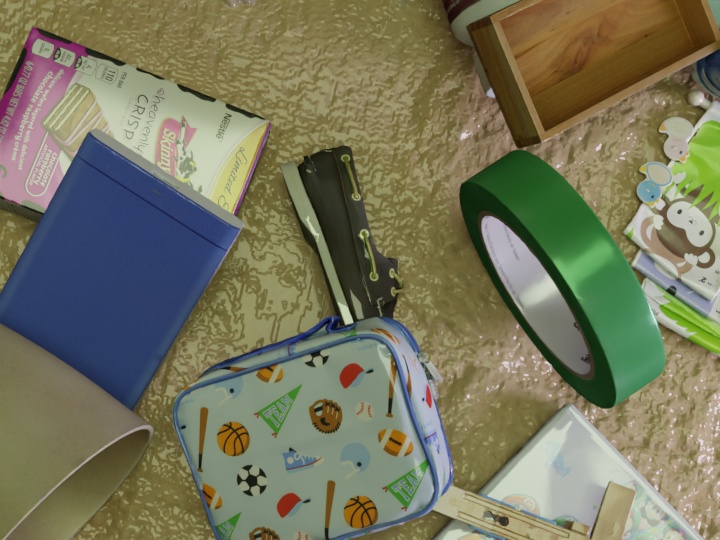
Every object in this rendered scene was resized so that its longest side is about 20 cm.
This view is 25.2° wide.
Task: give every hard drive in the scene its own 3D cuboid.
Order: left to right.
[{"bbox_3d":[-0.192,0.013,1.209,0.132,0.025,0.200,32,110,0],"label":"hard drive"}]

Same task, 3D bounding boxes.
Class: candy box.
[{"bbox_3d":[-0.186,-0.086,1.253,0.199,0.061,0.137,21,81,-2],"label":"candy box"}]

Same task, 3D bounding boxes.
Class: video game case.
[{"bbox_3d":[0.169,0.237,1.259,0.182,0.024,0.200,-44,88,-9],"label":"video game case"}]

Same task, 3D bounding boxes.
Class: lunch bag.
[{"bbox_3d":[-0.032,0.120,1.195,0.199,0.076,0.161,-18,93,17],"label":"lunch bag"}]

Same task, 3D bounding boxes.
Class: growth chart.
[{"bbox_3d":[0.286,-0.036,1.311,0.144,0.018,0.201,24,80,-1],"label":"growth chart"}]

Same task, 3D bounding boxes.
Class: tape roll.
[{"bbox_3d":[0.148,0.007,1.200,0.048,0.200,0.201,-33,86,-9],"label":"tape roll"}]

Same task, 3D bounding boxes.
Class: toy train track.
[{"bbox_3d":[0.140,0.204,1.232,0.199,0.033,0.115,21,80,-4],"label":"toy train track"}]

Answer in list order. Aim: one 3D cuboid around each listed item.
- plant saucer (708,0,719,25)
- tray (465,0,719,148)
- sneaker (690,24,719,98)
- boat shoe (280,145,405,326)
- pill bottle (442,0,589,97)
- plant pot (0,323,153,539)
[{"bbox_3d":[0.316,-0.272,1.342,0.199,0.027,0.201,1,82,-6],"label":"plant saucer"},{"bbox_3d":[0.179,-0.176,1.213,0.200,0.037,0.099,-28,99,-28],"label":"tray"},{"bbox_3d":[0.366,-0.140,1.284,0.199,0.089,0.079,12,105,-9],"label":"sneaker"},{"bbox_3d":[0.000,0.000,1.252,0.060,0.072,0.202,-22,82,-4],"label":"boat shoe"},{"bbox_3d":[0.113,-0.247,1.276,0.114,0.114,0.201,-17,84,-7],"label":"pill bottle"},{"bbox_3d":[-0.286,0.111,1.165,0.200,0.187,0.187,44,81,10],"label":"plant pot"}]
